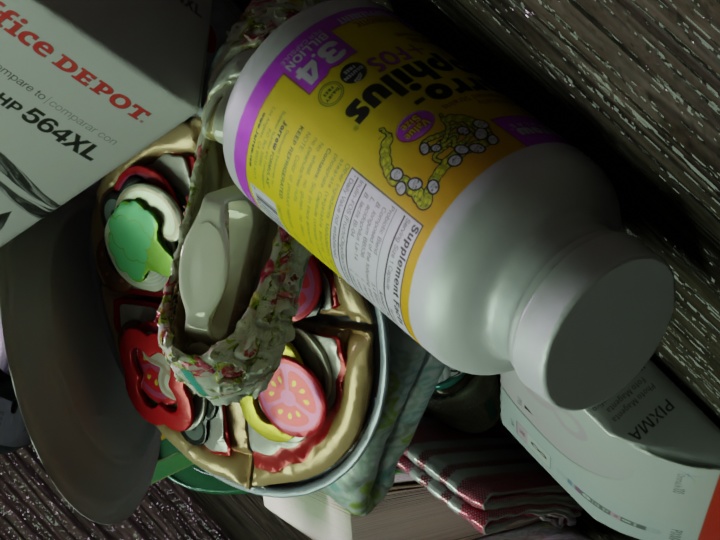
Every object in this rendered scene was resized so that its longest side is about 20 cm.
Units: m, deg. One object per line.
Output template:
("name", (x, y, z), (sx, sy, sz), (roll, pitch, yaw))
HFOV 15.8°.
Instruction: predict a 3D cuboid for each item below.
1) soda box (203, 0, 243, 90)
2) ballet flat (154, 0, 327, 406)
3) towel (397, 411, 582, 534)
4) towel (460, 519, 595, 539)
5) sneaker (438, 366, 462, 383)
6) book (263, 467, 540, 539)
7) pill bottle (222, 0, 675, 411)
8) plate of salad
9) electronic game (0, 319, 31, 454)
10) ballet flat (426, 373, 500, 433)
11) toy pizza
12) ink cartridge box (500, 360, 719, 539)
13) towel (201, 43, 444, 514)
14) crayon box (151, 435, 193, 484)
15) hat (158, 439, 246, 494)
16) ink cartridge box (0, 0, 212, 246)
("soda box", (-0.096, -0.102, 1.435), (0.068, 0.063, 0.200), (49, 169, 3))
("ballet flat", (-0.050, -0.039, 1.180), (0.075, 0.201, 0.064), (5, 173, 24))
("towel", (0.024, 0.090, 1.486), (0.200, 0.030, 0.146), (33, -169, 24))
("towel", (0.043, 0.188, 1.547), (0.171, 0.199, 0.048), (-146, 44, -80))
("sneaker", (0.000, 0.000, 1.400), (0.199, 0.115, 0.075), (-8, 136, 34))
("book", (0.027, 0.138, 1.626), (0.200, 0.133, 0.048), (-173, 77, -72))
("pill bottle", (0.038, -0.026, 1.080), (0.200, 0.104, 0.104), (40, 166, 36))
("plate of salad", (-0.152, 0.034, 1.360), (0.200, 0.048, 0.201), (-10, -90, -72))
("electronic game", (-0.223, 0.004, 1.363), (0.200, 0.041, 0.200), (56, -163, -25))
("ballet flat", (0.008, 0.035, 1.503), (0.200, 0.067, 0.062), (40, 170, 40))
("toy pizza", (-0.068, 0.019, 1.266), (0.200, 0.032, 0.201), (18, 119, 37))
("ink cartridge box", (0.149, 0.106, 1.256), (0.200, 0.057, 0.163), (50, 170, 17))
("towel", (-0.028, 0.000, 1.285), (0.171, 0.048, 0.201), (43, 131, 25))
("crayon box", (-0.146, 0.035, 1.493), (0.201, 0.125, 0.052), (60, -162, -12))
("hat", (-0.079, 0.023, 1.585), (0.165, 0.200, 0.177), (9, 127, 40))
("ink cartridge box", (-0.189, -0.095, 1.223), (0.146, 0.200, 0.085), (33, -138, -32))
